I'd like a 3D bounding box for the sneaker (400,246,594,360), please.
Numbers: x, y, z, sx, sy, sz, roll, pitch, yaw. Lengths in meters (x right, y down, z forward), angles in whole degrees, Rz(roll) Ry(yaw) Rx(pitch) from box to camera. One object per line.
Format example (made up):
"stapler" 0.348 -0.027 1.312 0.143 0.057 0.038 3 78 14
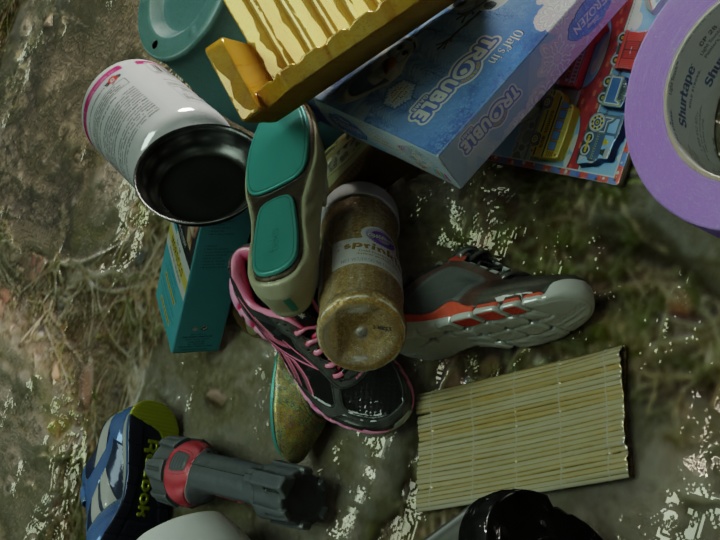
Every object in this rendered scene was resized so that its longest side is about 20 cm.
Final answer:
"sneaker" 0.089 0.013 0.965 0.200 0.077 0.082 -12 61 43

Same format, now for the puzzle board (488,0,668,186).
"puzzle board" 0.172 -0.172 0.984 0.150 0.017 0.201 17 89 48

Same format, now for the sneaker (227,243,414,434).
"sneaker" -0.038 0.051 1.017 0.200 0.095 0.079 42 79 16

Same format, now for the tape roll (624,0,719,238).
"tape roll" 0.273 -0.114 0.822 0.200 0.066 0.201 -19 63 42

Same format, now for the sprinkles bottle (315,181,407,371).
"sprinkles bottle" 0.000 0.000 1.000 0.068 0.068 0.200 -50 19 22

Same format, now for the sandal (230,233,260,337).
"sandal" -0.079 -0.036 1.163 0.080 0.054 0.201 28 118 50

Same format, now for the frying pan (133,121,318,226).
"frying pan" -0.113 -0.103 1.090 0.115 0.031 0.190 26 56 21

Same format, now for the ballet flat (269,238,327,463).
"ballet flat" -0.038 0.063 1.090 0.071 0.071 0.201 -15 66 43

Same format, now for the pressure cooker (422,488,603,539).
"pressure cooker" 0.073 0.262 0.822 0.200 0.178 0.176 -42 35 29

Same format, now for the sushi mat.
"sushi mat" 0.115 0.121 0.943 0.200 0.012 0.096 -19 64 41

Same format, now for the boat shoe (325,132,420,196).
"boat shoe" 0.016 -0.111 1.084 0.200 0.073 0.063 -36 53 34

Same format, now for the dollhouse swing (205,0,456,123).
"dollhouse swing" -0.037 -0.238 0.949 0.200 0.182 0.176 -32 92 9

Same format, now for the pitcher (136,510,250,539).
"pitcher" -0.101 0.296 1.044 0.171 0.121 0.201 -30 66 16

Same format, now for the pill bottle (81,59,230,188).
"pill bottle" -0.195 -0.128 1.281 0.200 0.113 0.114 41 106 46

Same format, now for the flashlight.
"flashlight" -0.108 0.188 1.113 0.200 0.068 0.068 3 107 45

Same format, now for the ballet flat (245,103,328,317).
"ballet flat" -0.055 -0.048 0.996 0.069 0.069 0.201 -32 39 35

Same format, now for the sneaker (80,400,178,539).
"sneaker" -0.232 0.227 1.229 0.082 0.074 0.201 -9 62 46

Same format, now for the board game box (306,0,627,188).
"board game box" 0.072 -0.177 0.995 0.200 0.043 0.199 -48 42 -10

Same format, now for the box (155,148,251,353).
"box" -0.146 -0.017 1.175 0.200 0.049 0.082 109 149 -43

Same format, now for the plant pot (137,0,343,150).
"plant pot" -0.089 -0.224 1.148 0.200 0.188 0.201 -18 63 41
